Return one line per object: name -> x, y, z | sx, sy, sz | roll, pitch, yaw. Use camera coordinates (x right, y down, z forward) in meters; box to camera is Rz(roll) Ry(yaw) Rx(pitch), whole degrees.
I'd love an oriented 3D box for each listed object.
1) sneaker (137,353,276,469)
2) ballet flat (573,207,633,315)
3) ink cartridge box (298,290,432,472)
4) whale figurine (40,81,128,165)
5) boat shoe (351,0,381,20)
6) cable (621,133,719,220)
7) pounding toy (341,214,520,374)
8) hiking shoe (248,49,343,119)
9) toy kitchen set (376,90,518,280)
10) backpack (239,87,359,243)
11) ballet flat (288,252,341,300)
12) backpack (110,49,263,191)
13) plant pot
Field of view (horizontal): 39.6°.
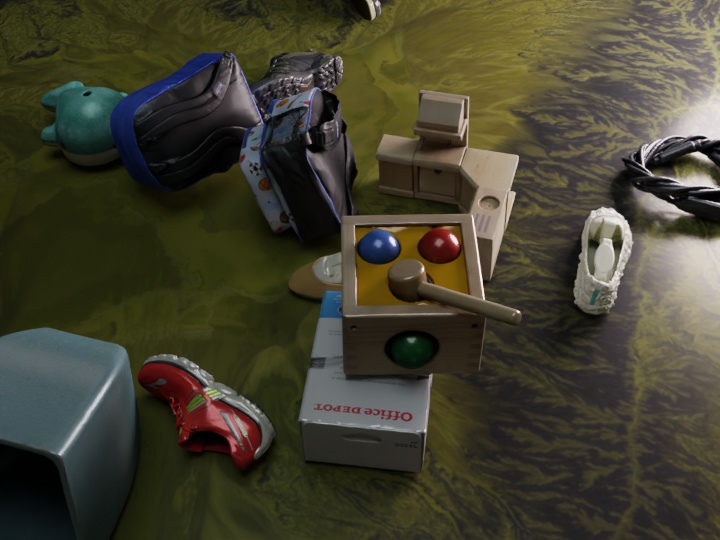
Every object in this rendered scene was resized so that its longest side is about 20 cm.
sneaker -> -0.196, 0.167, 1.180 | 0.199, 0.077, 0.085 | 24, 57, 25
ballet flat -> 0.329, -0.028, 1.337 | 0.071, 0.072, 0.201 | 9, 47, 12
ink cartridge box -> 0.014, 0.129, 1.194 | 0.143, 0.084, 0.201 | 5, 46, 6
whale figurine -> -0.433, -0.252, 1.570 | 0.158, 0.104, 0.200 | -30, 52, -22
boat shoe -> 0.007, -0.526, 1.825 | 0.065, 0.072, 0.202 | -19, 43, -7
cable -> 0.480, -0.149, 1.452 | 0.198, 0.051, 0.164 | 16, 50, 19
pounding toy -> 0.070, 0.027, 1.122 | 0.182, 0.143, 0.201 | -1, 46, -1
hiking shoe -> -0.126, -0.306, 1.635 | 0.199, 0.076, 0.100 | -29, 42, -34
toy kitchen set -> 0.104, -0.123, 1.373 | 0.198, 0.164, 0.181 | 10, 48, 14
backpack -> -0.078, -0.155, 1.415 | 0.152, 0.201, 0.192 | -5, 41, 17
ballet flat -> 0.000, 0.000, 1.332 | 0.197, 0.063, 0.069 | 1, 46, 5
backpack -> -0.268, -0.209, 1.488 | 0.200, 0.164, 0.167 | -39, 26, -29
plant pot -> -0.345, 0.176, 1.108 | 0.194, 0.198, 0.201 | 12, 40, 15
